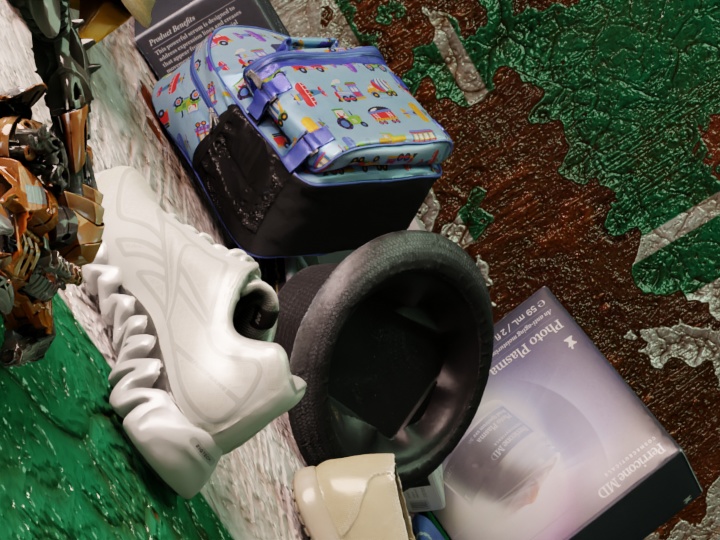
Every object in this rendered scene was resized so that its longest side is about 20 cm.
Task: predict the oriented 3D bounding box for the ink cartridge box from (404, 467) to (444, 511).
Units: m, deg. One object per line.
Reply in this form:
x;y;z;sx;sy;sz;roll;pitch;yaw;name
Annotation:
0.041;0.083;1.280;0.095;0.037;0.201;69;18;-57;ink cartridge box

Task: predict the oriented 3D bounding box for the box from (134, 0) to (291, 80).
-0.102;-0.164;1.379;0.201;0.107;0.149;59;5;-23;box

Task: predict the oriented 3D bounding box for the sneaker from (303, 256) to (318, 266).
-0.021;-0.030;1.457;0.071;0.099;0.201;56;7;-51;sneaker

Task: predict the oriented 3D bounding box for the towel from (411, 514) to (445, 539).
0.097;0.293;1.231;0.145;0.024;0.200;56;6;-32;towel

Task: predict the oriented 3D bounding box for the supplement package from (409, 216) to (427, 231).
0.040;0.047;1.504;0.120;0.121;0.201;52;8;-53;supplement package

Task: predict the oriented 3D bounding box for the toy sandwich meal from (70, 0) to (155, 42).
-0.198;-0.219;0.987;0.206;0.070;0.205;57;1;-2;toy sandwich meal

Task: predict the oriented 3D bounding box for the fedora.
0.001;0.054;1.068;0.091;0.201;0.201;24;-21;40;fedora

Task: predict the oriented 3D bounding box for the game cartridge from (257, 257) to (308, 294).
-0.035;0.054;1.216;0.134;0.040;0.200;62;4;-18;game cartridge

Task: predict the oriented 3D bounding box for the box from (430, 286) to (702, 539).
0.151;0.160;1.362;0.199;0.200;0.123;52;1;31;box

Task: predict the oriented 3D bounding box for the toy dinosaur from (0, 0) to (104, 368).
-0.134;-0.035;0.570;0.200;0.101;0.137;-177;-110;-75;toy dinosaur

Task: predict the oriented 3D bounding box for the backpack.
-0.053;-0.113;1.206;0.182;0.135;0.200;-5;49;-44;backpack

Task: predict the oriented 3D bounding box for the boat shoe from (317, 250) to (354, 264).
0.000;0.000;1.382;0.066;0.071;0.202;73;13;-69;boat shoe

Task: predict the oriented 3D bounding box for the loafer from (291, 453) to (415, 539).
0.033;0.191;0.900;0.201;0.068;0.076;60;5;-3;loafer

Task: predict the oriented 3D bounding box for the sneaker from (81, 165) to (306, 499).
-0.080;0.014;0.735;0.075;0.081;0.201;52;7;-44;sneaker
